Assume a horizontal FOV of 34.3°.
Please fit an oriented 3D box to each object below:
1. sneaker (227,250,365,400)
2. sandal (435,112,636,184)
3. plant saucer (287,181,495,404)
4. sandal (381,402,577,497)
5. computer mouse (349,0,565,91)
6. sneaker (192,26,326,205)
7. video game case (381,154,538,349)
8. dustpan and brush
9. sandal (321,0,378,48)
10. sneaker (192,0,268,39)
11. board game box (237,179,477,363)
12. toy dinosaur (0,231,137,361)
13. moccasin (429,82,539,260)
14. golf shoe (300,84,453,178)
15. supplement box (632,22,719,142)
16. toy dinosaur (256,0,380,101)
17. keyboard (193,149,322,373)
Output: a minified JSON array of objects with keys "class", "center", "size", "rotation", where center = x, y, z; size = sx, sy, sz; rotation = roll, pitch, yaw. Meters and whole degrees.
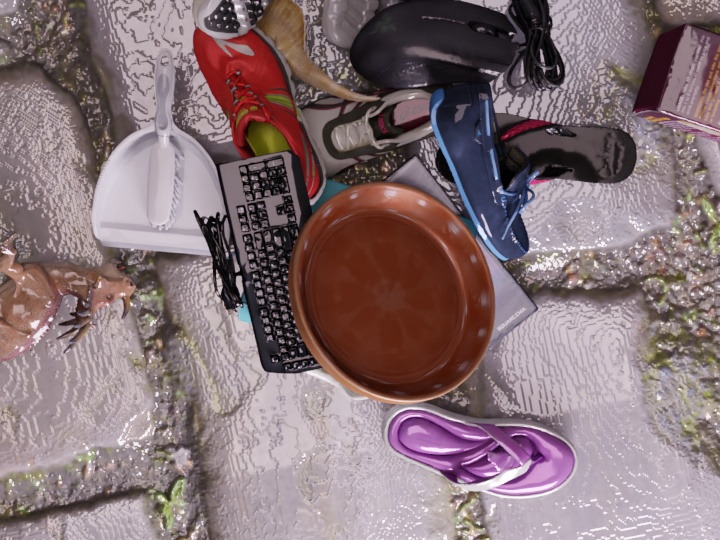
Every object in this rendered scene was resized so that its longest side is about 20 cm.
[{"class":"sneaker","center":[-0.051,0.047,1.145],"size":[0.200,0.081,0.077],"rotation":[36,121,-1]},{"class":"sandal","center":[0.174,-0.117,1.147],"size":[0.199,0.045,0.075],"rotation":[0,98,1]},{"class":"plant saucer","center":[0.028,0.020,1.037],"size":[0.200,0.032,0.201],"rotation":[8,71,-23]},{"class":"sandal","center":[0.119,0.188,1.173],"size":[0.202,0.050,0.083],"rotation":[11,100,-2]},{"class":"computer mouse","center":[0.087,-0.225,1.098],"size":[0.199,0.053,0.139],"rotation":[-5,56,2]},{"class":"sneaker","center":[-0.094,-0.148,1.064],"size":[0.077,0.085,0.200],"rotation":[-31,87,15]},{"class":"video game case","center":[0.063,0.005,1.178],"size":[0.143,0.019,0.200],"rotation":[-39,95,5]},{"class":"dustpan and brush","center":[-0.194,-0.116,1.148],"size":[0.139,0.057,0.201],"rotation":[5,97,1]},{"class":"sandal","center":[-0.007,-0.319,1.123],"size":[0.050,0.082,0.203],"rotation":[20,97,42]},{"class":"sneaker","center":[-0.121,-0.284,1.081],"size":[0.081,0.200,0.075],"rotation":[7,137,13]},{"class":"board game box","center":[0.000,0.000,1.113],"size":[0.199,0.047,0.151],"rotation":[16,65,0]},{"class":"toy dinosaur","center":[-0.334,0.044,1.163],"size":[0.200,0.086,0.136],"rotation":[-38,101,11]},{"class":"moccasin","center":[0.127,-0.087,1.086],"size":[0.068,0.081,0.200],"rotation":[-18,133,16]},{"class":"golf shoe","center":[-0.001,-0.141,1.129],"size":[0.199,0.088,0.077],"rotation":[-21,97,5]},{"class":"supplement box","center":[0.375,-0.159,1.105],"size":[0.199,0.110,0.086],"rotation":[18,96,-1]},{"class":"toy dinosaur","center":[-0.080,-0.206,1.116],"size":[0.200,0.058,0.101],"rotation":[50,117,15]},{"class":"keyboard","center":[-0.085,0.001,1.032],"size":[0.104,0.040,0.201],"rotation":[-11,101,5]}]
